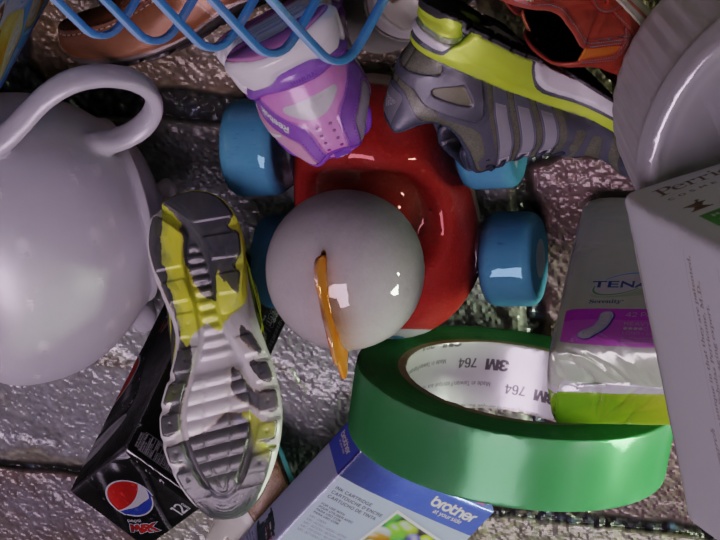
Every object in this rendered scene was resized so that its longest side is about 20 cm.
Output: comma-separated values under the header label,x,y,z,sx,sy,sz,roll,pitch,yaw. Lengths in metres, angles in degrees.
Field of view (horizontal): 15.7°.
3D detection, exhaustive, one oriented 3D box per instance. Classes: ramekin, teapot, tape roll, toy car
label,x,y,z,sx,sy,sz,roll,pitch,yaw
ramekin,0.233,-0.090,1.456,0.202,0.094,0.203,-11,124,-16
teapot,-0.184,-0.031,1.637,0.146,0.200,0.198,-16,101,-15
tape roll,0.094,0.089,1.615,0.200,0.200,0.048,10,107,9
toy car,0.000,0.000,1.571,0.184,0.200,0.177,0,128,17

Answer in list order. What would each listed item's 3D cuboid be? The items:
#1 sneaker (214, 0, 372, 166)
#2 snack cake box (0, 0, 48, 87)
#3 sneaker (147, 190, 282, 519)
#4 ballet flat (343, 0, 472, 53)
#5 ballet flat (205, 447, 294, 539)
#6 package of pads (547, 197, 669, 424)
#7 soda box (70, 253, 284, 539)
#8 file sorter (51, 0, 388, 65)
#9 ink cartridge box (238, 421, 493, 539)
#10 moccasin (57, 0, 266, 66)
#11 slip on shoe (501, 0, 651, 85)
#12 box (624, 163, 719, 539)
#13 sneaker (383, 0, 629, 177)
label,x,y,z,sx,sy,sz,roll,pitch,yaw
sneaker,-0.031,-0.108,1.492,0.080,0.200,0.089,-29,103,5
snack cake box,-0.224,-0.163,1.505,0.067,0.200,0.115,22,131,-2
sneaker,-0.082,0.053,1.594,0.074,0.200,0.085,-6,169,6
ballet flat,0.048,-0.179,1.503,0.067,0.064,0.200,39,128,-15
ballet flat,-0.067,0.198,1.830,0.072,0.068,0.200,-29,130,-15
package of pads,0.219,0.022,1.556,0.200,0.155,0.068,1,129,14
soda box,-0.110,0.076,1.663,0.063,0.200,0.071,39,132,-15
file sorter,-0.083,-0.194,1.377,0.200,0.123,0.139,11,154,43
ink cartridge box,0.002,0.175,1.770,0.119,0.042,0.200,27,116,-29
moccasin,-0.098,-0.179,1.541,0.201,0.074,0.078,-20,111,32
slip on shoe,0.120,-0.141,1.466,0.074,0.061,0.200,29,176,30
box,0.272,0.039,1.359,0.199,0.171,0.200,-17,106,-12
sneaker,0.089,-0.092,1.514,0.200,0.074,0.081,23,109,-37
